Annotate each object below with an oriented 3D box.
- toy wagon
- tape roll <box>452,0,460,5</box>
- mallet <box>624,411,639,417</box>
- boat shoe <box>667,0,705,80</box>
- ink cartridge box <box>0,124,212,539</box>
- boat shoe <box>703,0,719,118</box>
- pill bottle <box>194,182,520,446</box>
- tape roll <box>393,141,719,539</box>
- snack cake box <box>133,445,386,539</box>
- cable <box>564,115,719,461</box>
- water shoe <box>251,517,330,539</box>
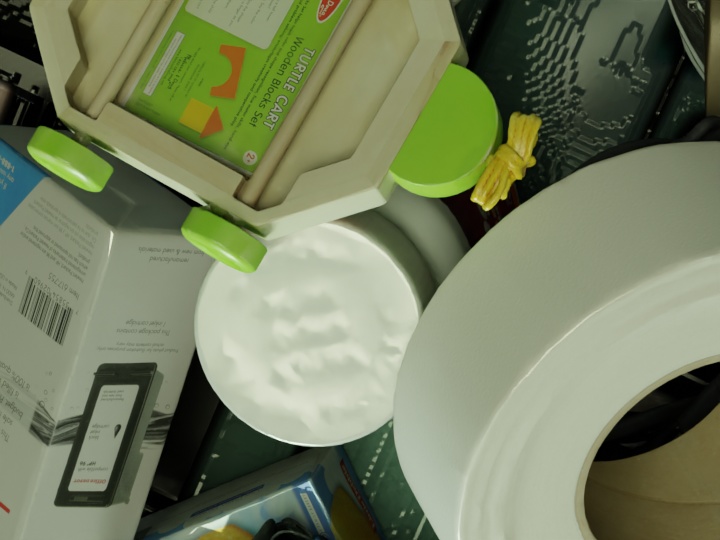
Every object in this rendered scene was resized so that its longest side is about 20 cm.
[{"bbox_3d":[-0.024,-0.076,1.107,0.199,0.040,0.156,28,83,15],"label":"toy wagon"},{"bbox_3d":[-0.017,-0.191,1.207,0.202,0.139,0.204,3,105,10],"label":"tape roll"},{"bbox_3d":[0.129,0.123,1.228,0.066,0.200,0.041,6,121,5],"label":"mallet"},{"bbox_3d":[0.151,-0.140,1.221,0.073,0.068,0.200,-13,103,15],"label":"boat shoe"},{"bbox_3d":[-0.141,0.051,1.302,0.116,0.068,0.201,36,113,43],"label":"ink cartridge box"},{"bbox_3d":[0.176,-0.047,1.210,0.068,0.072,0.200,-1,141,13],"label":"boat shoe"},{"bbox_3d":[0.000,0.000,1.218,0.109,0.200,0.110,3,105,11],"label":"pill bottle"},{"bbox_3d":[0.116,0.052,1.124,0.202,0.071,0.203,-12,129,-15],"label":"tape roll"},{"bbox_3d":[-0.024,0.191,1.341,0.115,0.067,0.201,-23,98,15],"label":"snack cake box"},{"bbox_3d":[0.127,0.019,1.182,0.162,0.051,0.201,-2,137,-10],"label":"cable"},{"bbox_3d":[-0.020,0.143,1.256,0.199,0.072,0.079,-9,99,10],"label":"water shoe"}]
